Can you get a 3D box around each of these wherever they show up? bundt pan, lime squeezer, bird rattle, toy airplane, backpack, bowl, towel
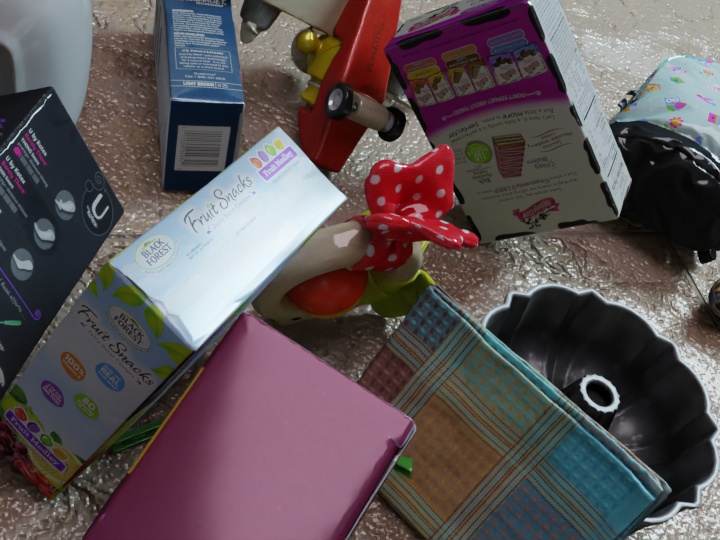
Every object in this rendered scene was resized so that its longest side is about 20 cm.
[{"bbox_3d":[0.162,0.111,0.744,0.200,0.076,0.203,12,49,-14],"label":"bundt pan"},{"bbox_3d":[-0.064,0.104,0.673,0.197,0.038,0.071,5,55,0],"label":"lime squeezer"},{"bbox_3d":[0.000,0.000,0.702,0.161,0.200,0.114,-19,82,-2],"label":"bird rattle"},{"bbox_3d":[-0.012,-0.215,0.887,0.199,0.140,0.201,-38,116,-30],"label":"toy airplane"},{"bbox_3d":[0.317,-0.122,0.977,0.166,0.127,0.200,33,43,10],"label":"backpack"},{"bbox_3d":[-0.291,-0.147,0.683,0.198,0.200,0.075,10,54,-12],"label":"bowl"},{"bbox_3d":[0.079,0.126,0.655,0.200,0.147,0.022,42,21,15],"label":"towel"}]

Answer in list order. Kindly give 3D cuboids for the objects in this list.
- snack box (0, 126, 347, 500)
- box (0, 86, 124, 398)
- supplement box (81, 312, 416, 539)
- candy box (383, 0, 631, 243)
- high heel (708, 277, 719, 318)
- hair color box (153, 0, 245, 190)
[{"bbox_3d":[-0.117,0.026,0.593,0.068,0.200,0.169,45,40,-4],"label":"snack box"},{"bbox_3d":[-0.255,-0.008,0.611,0.121,0.107,0.201,-3,42,25],"label":"box"},{"bbox_3d":[-0.058,0.129,0.526,0.103,0.200,0.131,33,68,6],"label":"supplement box"},{"bbox_3d":[0.125,-0.127,0.824,0.201,0.135,0.061,61,41,-26],"label":"candy box"},{"bbox_3d":[0.410,0.066,0.885,0.141,0.072,0.200,-8,37,-36],"label":"high heel"},{"bbox_3d":[-0.139,-0.173,0.835,0.060,0.100,0.202,0,52,-16],"label":"hair color box"}]
